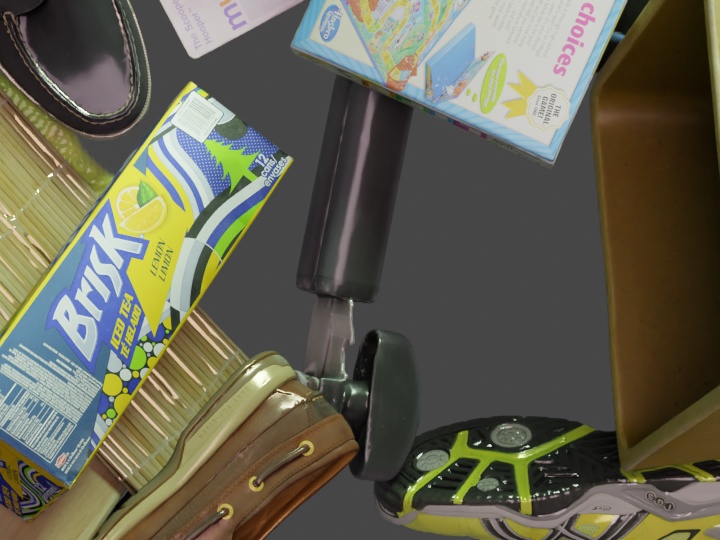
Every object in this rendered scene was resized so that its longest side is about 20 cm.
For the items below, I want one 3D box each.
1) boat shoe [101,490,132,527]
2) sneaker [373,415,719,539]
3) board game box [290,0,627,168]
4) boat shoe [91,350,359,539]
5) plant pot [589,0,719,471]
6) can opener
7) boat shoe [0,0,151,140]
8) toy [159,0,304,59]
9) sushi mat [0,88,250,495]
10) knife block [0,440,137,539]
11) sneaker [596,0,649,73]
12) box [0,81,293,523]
[{"bbox_3d":[-0.036,0.163,1.029,0.200,0.070,0.066,26,90,-1],"label":"boat shoe"},{"bbox_3d":[0.106,0.118,1.040,0.200,0.075,0.076,0,122,4],"label":"sneaker"},{"bbox_3d":[0.069,-0.165,0.987,0.134,0.034,0.200,25,90,3],"label":"board game box"},{"bbox_3d":[-0.079,0.130,0.962,0.068,0.072,0.200,37,78,11],"label":"boat shoe"},{"bbox_3d":[0.228,-0.023,0.955,0.200,0.194,0.196,0,74,-8],"label":"plant pot"},{"bbox_3d":[0.000,0.000,1.035,0.066,0.053,0.200,6,91,-23],"label":"can opener"},{"bbox_3d":[-0.159,-0.151,0.997,0.073,0.063,0.200,-27,96,-6],"label":"boat shoe"},{"bbox_3d":[-0.020,-0.200,1.023,0.200,0.047,0.115,-29,94,-6],"label":"toy"},{"bbox_3d":[-0.140,0.008,1.009,0.200,0.012,0.096,48,53,-6],"label":"sushi mat"},{"bbox_3d":[-0.172,0.137,0.950,0.064,0.176,0.200,42,86,-8],"label":"knife block"},{"bbox_3d":[0.131,-0.194,1.031,0.112,0.073,0.200,0,94,-9],"label":"sneaker"},{"bbox_3d":[-0.113,0.013,0.968,0.064,0.070,0.200,38,60,-8],"label":"box"}]
